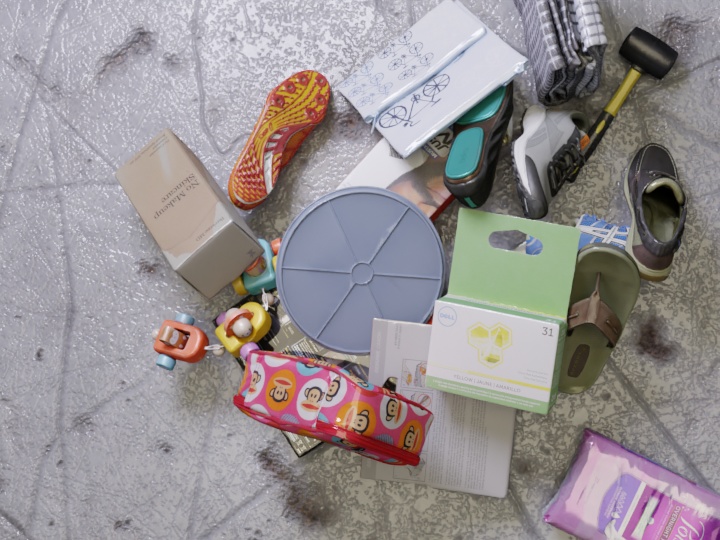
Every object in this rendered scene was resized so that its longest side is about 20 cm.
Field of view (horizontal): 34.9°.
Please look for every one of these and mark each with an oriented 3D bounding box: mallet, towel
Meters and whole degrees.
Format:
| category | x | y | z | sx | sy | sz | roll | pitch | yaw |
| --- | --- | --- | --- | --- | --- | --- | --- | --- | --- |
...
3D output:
| category | x | y | z | sx | sy | sz | roll | pitch | yaw |
| --- | --- | --- | --- | --- | --- | --- | --- | --- | --- |
| mallet | 0.312 | -0.190 | 1.378 | 0.066 | 0.041 | 0.201 | 26 | 94 | 6 |
| towel | 0.221 | -0.288 | 1.311 | 0.085 | 0.200 | 0.167 | -13 | 83 | 7 |

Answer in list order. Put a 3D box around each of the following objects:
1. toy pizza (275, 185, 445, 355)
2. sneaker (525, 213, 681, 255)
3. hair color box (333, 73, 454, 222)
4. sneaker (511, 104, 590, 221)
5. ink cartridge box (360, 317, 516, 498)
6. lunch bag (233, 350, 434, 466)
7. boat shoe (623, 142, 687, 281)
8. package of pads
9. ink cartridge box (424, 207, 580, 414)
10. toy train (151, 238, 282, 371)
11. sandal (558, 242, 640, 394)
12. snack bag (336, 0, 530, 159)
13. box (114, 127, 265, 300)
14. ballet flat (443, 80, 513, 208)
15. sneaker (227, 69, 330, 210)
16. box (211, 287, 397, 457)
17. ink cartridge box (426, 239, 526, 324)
| category | x | y | z | sx | sy | sz | roll | pitch | yaw |
| --- | --- | --- | --- | --- | --- | --- | --- | --- | --- |
| toy pizza | 0.000 | 0.000 | 1.338 | 0.199 | 0.032 | 0.201 | -1 | 102 | -7 |
| sneaker | 0.282 | -0.031 | 1.324 | 0.199 | 0.076 | 0.077 | -13 | 86 | -19 |
| hair color box | 0.072 | -0.125 | 1.386 | 0.111 | 0.064 | 0.200 | 43 | 93 | 7 |
| sneaker | 0.218 | -0.130 | 1.307 | 0.079 | 0.201 | 0.074 | -2 | 127 | 20 |
| ink cartridge box | 0.096 | 0.156 | 1.347 | 0.175 | 0.045 | 0.201 | 7 | 101 | 9 |
| lunch bag | -0.023 | 0.153 | 1.263 | 0.199 | 0.176 | 0.082 | 11 | 79 | 43 |
| boat shoe | 0.341 | -0.078 | 1.301 | 0.071 | 0.066 | 0.201 | 18 | 50 | -3 |
| package of pads | 0.321 | 0.278 | 1.319 | 0.199 | 0.076 | 0.121 | 27 | 92 | 8 |
| ink cartridge box | 0.155 | 0.043 | 1.257 | 0.145 | 0.048 | 0.201 | 11 | 104 | 21 |
| toy train | -0.170 | 0.031 | 1.363 | 0.150 | 0.056 | 0.201 | 17 | 73 | 28 |
| sandal | 0.258 | 0.061 | 1.268 | 0.079 | 0.057 | 0.202 | 11 | 120 | 6 |
| snack bag | 0.080 | -0.229 | 1.354 | 0.188 | 0.021 | 0.200 | -37 | 41 | 3 |
| box | -0.205 | -0.069 | 1.362 | 0.095 | 0.078 | 0.200 | -41 | 50 | 1 |
| ballet flat | 0.137 | -0.151 | 1.309 | 0.068 | 0.068 | 0.201 | -3 | 50 | 31 |
| sneaker | -0.106 | -0.164 | 1.410 | 0.073 | 0.077 | 0.200 | 37 | 74 | -10 |
| box | -0.062 | 0.099 | 1.392 | 0.157 | 0.050 | 0.200 | -35 | 83 | 3 |
| ink cartridge box | 0.165 | 0.080 | 1.366 | 0.200 | 0.050 | 0.163 | -33 | 82 | 0 |
